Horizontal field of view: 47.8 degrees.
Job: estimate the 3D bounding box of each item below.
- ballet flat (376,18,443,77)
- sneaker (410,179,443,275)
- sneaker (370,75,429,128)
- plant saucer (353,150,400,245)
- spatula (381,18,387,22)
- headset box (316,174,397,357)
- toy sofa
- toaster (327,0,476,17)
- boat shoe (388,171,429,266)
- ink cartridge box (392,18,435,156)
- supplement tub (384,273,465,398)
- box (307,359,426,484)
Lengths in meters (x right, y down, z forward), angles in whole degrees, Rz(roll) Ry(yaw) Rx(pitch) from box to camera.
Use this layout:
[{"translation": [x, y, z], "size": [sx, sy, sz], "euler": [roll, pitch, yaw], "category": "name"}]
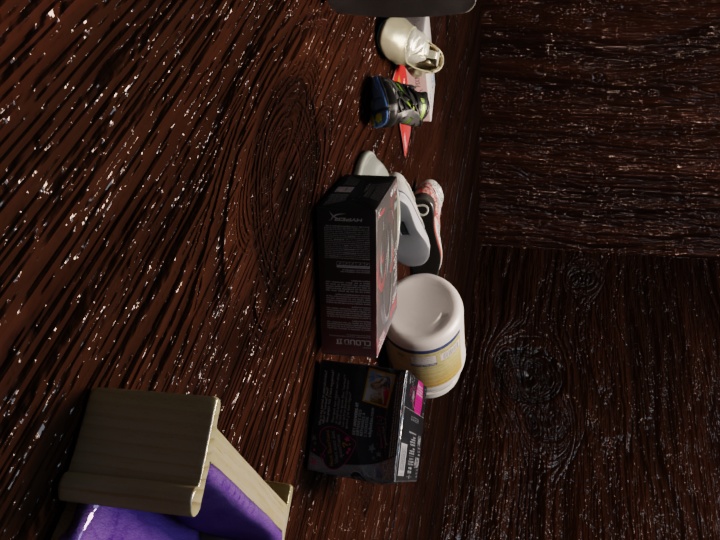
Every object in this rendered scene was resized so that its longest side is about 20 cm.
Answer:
[{"translation": [0.086, -0.344, 1.257], "size": [0.199, 0.068, 0.072], "euler": [-5, 99, -69], "category": "ballet flat"}, {"translation": [0.141, -0.083, 1.667], "size": [0.109, 0.065, 0.206], "euler": [-65, 153, -54], "category": "sneaker"}, {"translation": [0.059, -0.247, 1.188], "size": [0.200, 0.080, 0.073], "euler": [-44, 136, -72], "category": "sneaker"}, {"translation": [0.025, -0.067, 1.160], "size": [0.200, 0.049, 0.206], "euler": [3, 90, -79], "category": "plant saucer"}, {"translation": [0.027, -0.410, 1.128], "size": [0.201, 0.020, 0.058], "euler": [68, 27, -66], "category": "spatula"}, {"translation": [0.000, 0.000, 0.997], "size": [0.149, 0.073, 0.205], "euler": [-58, 150, -67], "category": "headset box"}, {"translation": [-0.108, 0.156, 0.513], "size": [0.201, 0.081, 0.100], "euler": [73, 22, -59], "category": "toy sofa"}, {"translation": [0.044, -0.372, 0.861], "size": [0.203, 0.176, 0.120], "euler": [80, 22, -46], "category": "toaster"}, {"translation": [0.073, -0.092, 1.353], "size": [0.203, 0.073, 0.088], "euler": [61, 31, -52], "category": "boat shoe"}, {"translation": [0.099, -0.336, 1.446], "size": [0.201, 0.043, 0.180], "euler": [74, 22, -57], "category": "ink cartridge box"}, {"translation": [0.111, 0.119, 1.407], "size": [0.202, 0.140, 0.147], "euler": [78, 20, -52], "category": "supplement tub"}, {"translation": [0.013, 0.197, 1.029], "size": [0.200, 0.112, 0.136], "euler": [49, 47, -72], "category": "box"}]
